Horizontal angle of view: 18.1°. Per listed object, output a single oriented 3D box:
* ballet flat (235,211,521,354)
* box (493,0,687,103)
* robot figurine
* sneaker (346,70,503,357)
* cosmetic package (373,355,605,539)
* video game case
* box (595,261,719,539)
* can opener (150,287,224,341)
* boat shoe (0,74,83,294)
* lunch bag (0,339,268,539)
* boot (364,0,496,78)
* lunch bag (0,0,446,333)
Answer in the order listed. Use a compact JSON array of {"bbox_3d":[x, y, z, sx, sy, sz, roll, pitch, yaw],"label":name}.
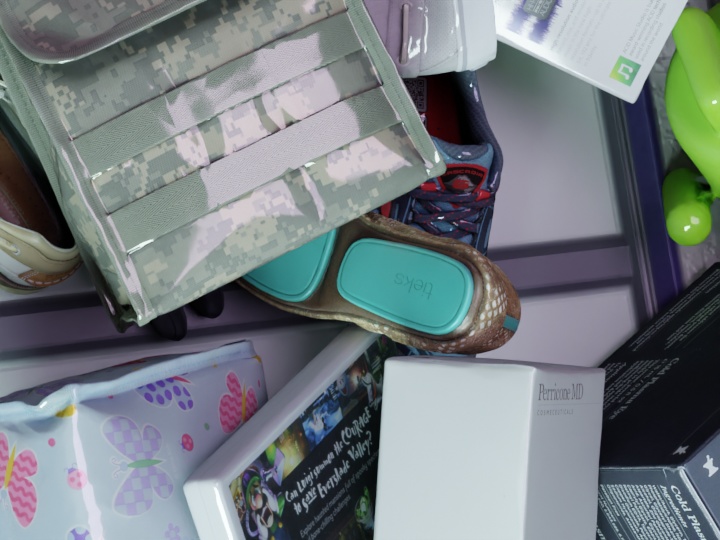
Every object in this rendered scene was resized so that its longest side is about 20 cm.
[{"bbox_3d":[0.000,0.000,1.136,0.065,0.200,0.071,23,93,-51],"label":"ballet flat"},{"bbox_3d":[0.086,-0.193,1.165,0.199,0.036,0.145,24,109,-9],"label":"box"},{"bbox_3d":[0.241,-0.080,1.249,0.200,0.175,0.116,43,24,-50],"label":"robot figurine"},{"bbox_3d":[0.032,-0.039,1.183,0.079,0.095,0.201,-3,82,-22],"label":"sneaker"},{"bbox_3d":[0.060,0.141,1.084,0.113,0.081,0.201,2,93,-66],"label":"cosmetic package"},{"bbox_3d":[-0.009,0.141,1.095,0.200,0.023,0.183,-42,120,-58],"label":"video game case"},{"bbox_3d":[0.203,0.086,1.189,0.200,0.182,0.104,-39,103,-24],"label":"box"},{"bbox_3d":[-0.123,-0.059,1.138,0.063,0.079,0.201,-23,101,-30],"label":"can opener"},{"bbox_3d":[-0.199,-0.080,1.100,0.075,0.068,0.200,-44,100,-24],"label":"boat shoe"},{"bbox_3d":[-0.101,0.128,1.078,0.200,0.127,0.170,-15,91,-57],"label":"lunch bag"},{"bbox_3d":[0.008,-0.188,1.105,0.095,0.074,0.201,-10,109,-5],"label":"boot"},{"bbox_3d":[-0.078,-0.097,1.046,0.164,0.118,0.201,-26,91,-13],"label":"lunch bag"}]
